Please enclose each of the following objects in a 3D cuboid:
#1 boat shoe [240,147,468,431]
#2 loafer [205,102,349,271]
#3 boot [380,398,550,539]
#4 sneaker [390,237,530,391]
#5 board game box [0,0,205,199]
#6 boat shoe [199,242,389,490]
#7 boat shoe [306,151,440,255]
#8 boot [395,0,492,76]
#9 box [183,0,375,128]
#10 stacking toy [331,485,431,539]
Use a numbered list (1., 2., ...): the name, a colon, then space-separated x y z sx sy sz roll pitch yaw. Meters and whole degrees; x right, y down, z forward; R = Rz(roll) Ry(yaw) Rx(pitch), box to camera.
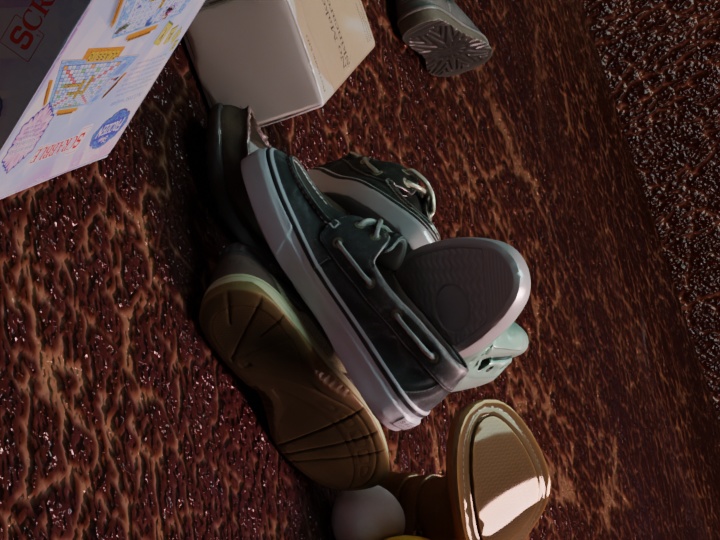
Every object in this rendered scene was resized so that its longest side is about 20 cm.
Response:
1. boat shoe: 0.000 0.000 1.266 0.200 0.071 0.072 58 12 13
2. loafer: -0.043 -0.038 1.370 0.073 0.071 0.200 -91 159 -45
3. boot: 0.059 0.159 1.405 0.155 0.074 0.200 25 -47 52
4. sneaker: 0.073 0.027 1.323 0.118 0.200 0.074 -8 72 -35
5. board game box: -0.120 -0.131 0.994 0.041 0.200 0.200 35 16 4
6. boat shoe: -0.034 0.061 1.299 0.065 0.073 0.200 -83 152 -44
7. boat shoe: 0.015 -0.047 1.421 0.071 0.064 0.200 62 -13 -25
8. boot: 0.060 -0.305 2.031 0.182 0.072 0.200 40 30 -67
9. box: -0.055 -0.167 1.443 0.200 0.078 0.095 -62 135 -69
10. stacking toy: 0.034 0.220 1.331 0.200 0.146 0.146 63 9 28
